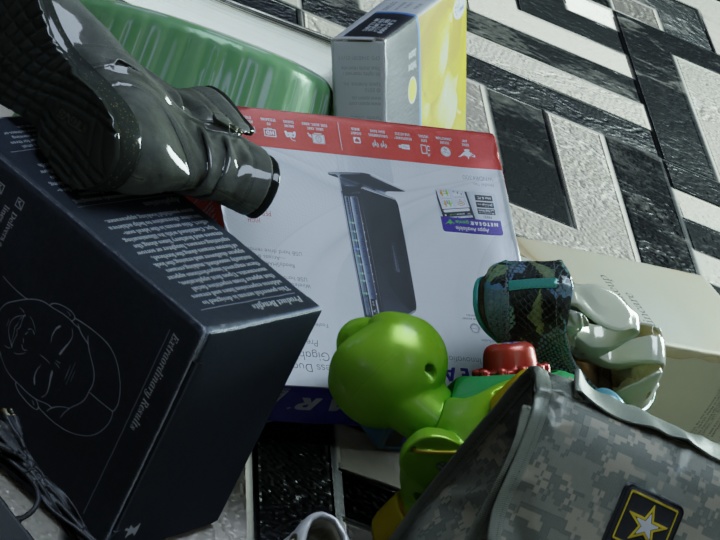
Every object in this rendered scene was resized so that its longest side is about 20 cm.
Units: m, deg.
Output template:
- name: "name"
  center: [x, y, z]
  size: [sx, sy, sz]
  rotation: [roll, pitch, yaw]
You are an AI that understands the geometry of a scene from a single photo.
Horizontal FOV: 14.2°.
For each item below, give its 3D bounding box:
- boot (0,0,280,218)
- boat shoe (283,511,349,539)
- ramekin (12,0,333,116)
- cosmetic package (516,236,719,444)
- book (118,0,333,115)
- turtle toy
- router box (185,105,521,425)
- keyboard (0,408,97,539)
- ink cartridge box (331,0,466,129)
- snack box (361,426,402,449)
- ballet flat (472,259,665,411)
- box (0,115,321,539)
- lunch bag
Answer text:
- name: "boot"
  center: [-0.133, -0.100, 1.597]
  size: [0.131, 0.068, 0.200]
  rotation: [10, 35, -45]
- name: "boat shoe"
  center: [-0.020, 0.192, 1.464]
  size: [0.071, 0.069, 0.200]
  rotation: [20, 25, -22]
- name: "ramekin"
  center: [-0.114, -0.099, 1.828]
  size: [0.200, 0.098, 0.200]
  rotation: [18, -3, 1]
- name: "cosmetic package"
  center: [0.156, 0.044, 1.862]
  size: [0.200, 0.073, 0.104]
  rotation: [11, 30, -38]
- name: "book"
  center: [-0.099, -0.126, 1.968]
  size: [0.200, 0.134, 0.048]
  rotation: [21, 55, -17]
- name: "turtle toy"
  center: [0.069, 0.093, 1.587]
  size: [0.200, 0.146, 0.101]
  rotation: [30, 31, -24]
- name: "router box"
  center: [0.000, 0.000, 1.677]
  size: [0.200, 0.049, 0.180]
  rotation: [4, 61, -30]
- name: "keyboard"
  center: [-0.181, 0.130, 1.420]
  size: [0.200, 0.021, 0.127]
  rotation: [51, 35, 11]
- name: "ink cartridge box"
  center: [0.028, -0.079, 1.912]
  size: [0.047, 0.200, 0.198]
  rotation: [2, 18, 16]
- name: "snack box"
  center: [0.063, 0.068, 1.848]
  size: [0.200, 0.037, 0.116]
  rotation: [5, 33, -42]
- name: "ballet flat"
  center: [0.138, 0.046, 1.668]
  size: [0.074, 0.074, 0.200]
  rotation: [45, 8, 35]
- name: "box"
  center: [-0.147, 0.030, 1.564]
  size: [0.200, 0.149, 0.107]
  rotation: [39, 26, 25]
- name: "lunch bag"
  center: [0.114, 0.157, 1.503]
  size: [0.164, 0.200, 0.118]
  rotation: [24, 28, -15]
